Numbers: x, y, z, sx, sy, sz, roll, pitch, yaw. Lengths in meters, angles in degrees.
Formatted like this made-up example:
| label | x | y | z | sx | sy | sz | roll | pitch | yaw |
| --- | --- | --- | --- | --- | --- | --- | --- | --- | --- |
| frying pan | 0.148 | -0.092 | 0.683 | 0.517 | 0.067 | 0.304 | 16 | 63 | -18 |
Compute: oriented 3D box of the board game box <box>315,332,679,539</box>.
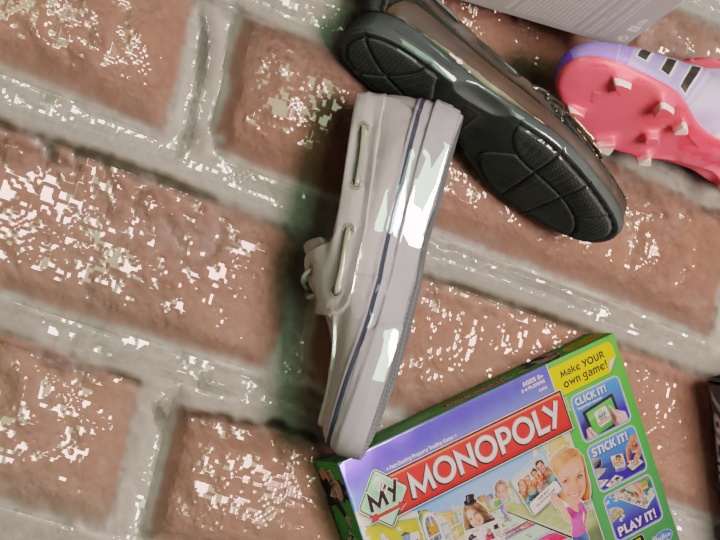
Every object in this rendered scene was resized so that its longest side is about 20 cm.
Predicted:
| label | x | y | z | sx | sy | sz | roll | pitch | yaw |
| --- | --- | --- | --- | --- | --- | --- | --- | --- | --- |
| board game box | 0.082 | 0.133 | 1.260 | 0.199 | 0.029 | 0.135 | -23 | 100 | -28 |

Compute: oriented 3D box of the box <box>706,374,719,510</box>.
| label | x | y | z | sx | sy | sz | roll | pitch | yaw |
| --- | --- | --- | --- | --- | --- | --- | --- | --- | --- |
| box | 0.316 | 0.147 | 1.361 | 0.198 | 0.050 | 0.201 | -8 | 95 | -22 |

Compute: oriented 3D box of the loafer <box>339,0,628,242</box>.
| label | x | y | z | sx | sy | sz | roll | pitch | yaw |
| --- | --- | --- | --- | --- | --- | --- | --- | --- | --- |
| loafer | 0.080 | -0.095 | 1.249 | 0.200 | 0.072 | 0.063 | 37 | 59 | -19 |

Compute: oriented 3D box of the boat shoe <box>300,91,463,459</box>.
| label | x | y | z | sx | sy | sz | roll | pitch | yaw |
| --- | --- | --- | --- | --- | --- | --- | --- | --- | --- |
| boat shoe | 0.000 | 0.000 | 1.205 | 0.066 | 0.074 | 0.201 | 15 | 78 | 6 |

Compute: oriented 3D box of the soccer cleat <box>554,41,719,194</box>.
| label | x | y | z | sx | sy | sz | roll | pitch | yaw |
| --- | --- | --- | --- | --- | --- | --- | --- | --- | --- |
| soccer cleat | 0.187 | -0.101 | 1.309 | 0.199 | 0.067 | 0.077 | 20 | 54 | -35 |

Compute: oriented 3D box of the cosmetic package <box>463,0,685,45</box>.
| label | x | y | z | sx | sy | sz | roll | pitch | yaw |
| --- | --- | --- | --- | --- | --- | --- | --- | --- | --- |
| cosmetic package | 0.086 | -0.206 | 1.232 | 0.199 | 0.090 | 0.107 | 12 | 62 | -32 |
